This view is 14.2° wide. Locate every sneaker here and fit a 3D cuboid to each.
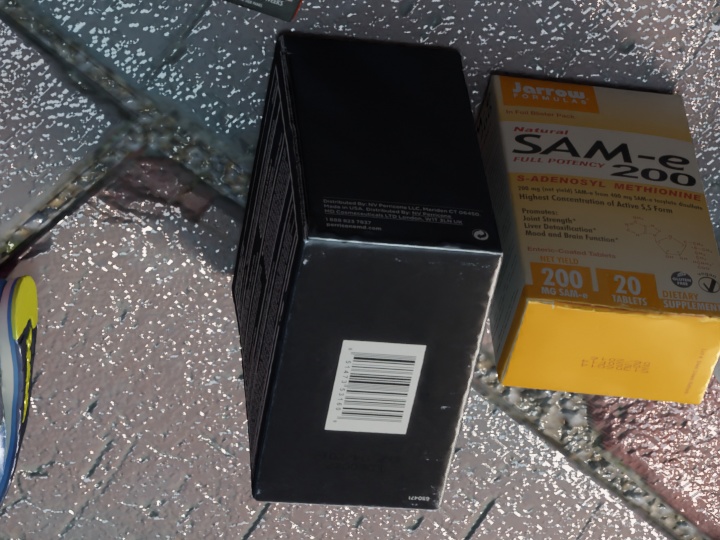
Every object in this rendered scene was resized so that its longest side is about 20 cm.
[{"bbox_3d":[-0.251,0.081,1.837,0.082,0.074,0.201,7,125,-2],"label":"sneaker"}]

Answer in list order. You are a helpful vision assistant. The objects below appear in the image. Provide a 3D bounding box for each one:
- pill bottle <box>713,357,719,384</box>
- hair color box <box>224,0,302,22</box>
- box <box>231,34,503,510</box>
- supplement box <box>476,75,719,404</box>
[{"bbox_3d":[0.310,0.010,1.805,0.109,0.110,0.200,31,120,-27],"label":"pill bottle"},{"bbox_3d":[-0.048,-0.244,1.597,0.101,0.061,0.201,15,125,-16],"label":"hair color box"},{"bbox_3d":[0.000,0.000,1.710,0.122,0.199,0.201,4,129,-11],"label":"box"},{"bbox_3d":[0.138,-0.021,1.705,0.125,0.201,0.074,5,132,-11],"label":"supplement box"}]
